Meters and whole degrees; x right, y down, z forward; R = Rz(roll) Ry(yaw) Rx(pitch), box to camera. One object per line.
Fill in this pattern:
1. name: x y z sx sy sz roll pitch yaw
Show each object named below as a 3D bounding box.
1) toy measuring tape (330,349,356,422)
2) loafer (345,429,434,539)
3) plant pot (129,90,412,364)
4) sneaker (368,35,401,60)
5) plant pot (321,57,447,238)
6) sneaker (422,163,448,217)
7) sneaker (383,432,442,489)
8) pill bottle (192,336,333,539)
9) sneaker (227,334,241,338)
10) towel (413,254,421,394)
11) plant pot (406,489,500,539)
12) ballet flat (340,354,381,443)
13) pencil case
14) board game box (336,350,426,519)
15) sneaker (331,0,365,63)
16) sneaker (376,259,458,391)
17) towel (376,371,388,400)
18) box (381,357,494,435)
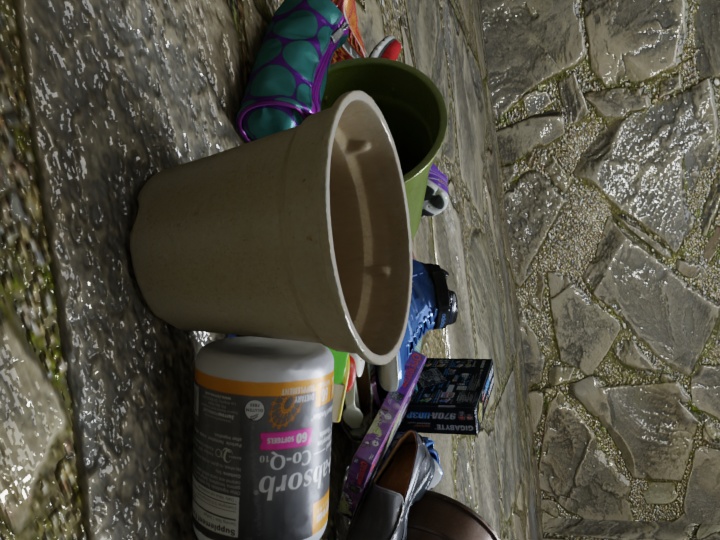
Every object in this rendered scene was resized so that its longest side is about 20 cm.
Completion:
1. toy measuring tape: -0.049 0.150 0.770 0.073 0.072 0.204 3 98 -70
2. loafer: 0.027 0.285 0.836 0.201 0.072 0.073 -57 143 -40
3. plant pot: -0.071 -0.024 0.543 0.200 0.180 0.205 -5 90 -71
4. sneaker: 0.033 -0.270 1.024 0.077 0.084 0.202 -48 -162 53
5. plant pot: 0.009 -0.114 0.832 0.191 0.196 0.203 77 18 -57
6. sneaker: 0.043 -0.154 0.963 0.199 0.080 0.084 35 45 -22
7. sneaker: 0.075 0.280 1.008 0.200 0.081 0.075 -92 171 -86
8. pill bottle: -0.080 0.162 0.561 0.116 0.114 0.204 -11 104 -70
9. sneaker: -0.076 0.052 0.669 0.070 0.076 0.203 59 32 -51
10. towel: 0.069 0.065 1.025 0.147 0.021 0.203 60 33 -49
11. plant pot: 0.067 0.419 0.851 0.199 0.197 0.203 -53 135 -52
12. ballet flat: -0.013 0.132 0.844 0.072 0.068 0.203 -86 166 -59
13. pencil case: -0.068 -0.214 0.734 0.086 0.091 0.203 63 30 -48
14. board game box: 0.030 0.209 0.892 0.201 0.032 0.122 -53 159 -49
15. sneaker: -0.038 -0.349 0.916 0.077 0.072 0.203 -102 -178 -62
16. sneaker: 0.078 0.068 0.902 0.077 0.109 0.202 102 -7 -49
17. towel: 0.020 0.071 0.985 0.148 0.049 0.203 57 33 -55
18. box: 0.123 0.194 1.089 0.200 0.156 0.047 -39 125 -68
